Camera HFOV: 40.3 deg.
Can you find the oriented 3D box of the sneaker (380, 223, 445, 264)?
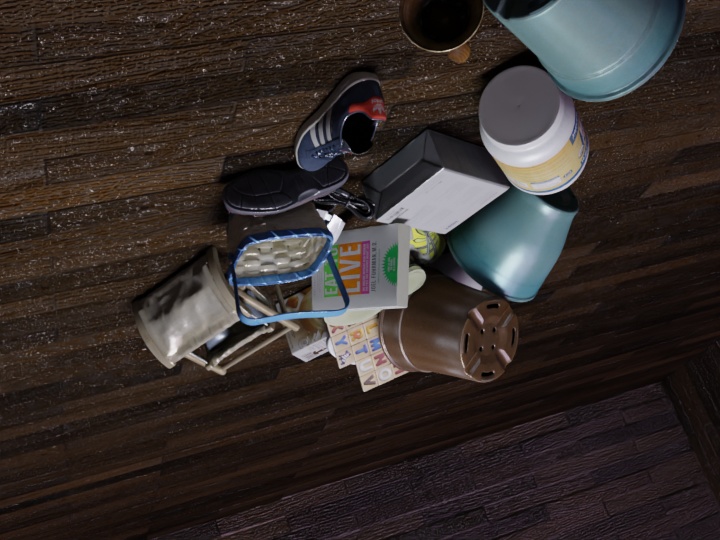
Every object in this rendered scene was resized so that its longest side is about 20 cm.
[{"bbox_3d":[0.113,-0.065,1.781,0.076,0.076,0.199,-41,158,20],"label":"sneaker"}]

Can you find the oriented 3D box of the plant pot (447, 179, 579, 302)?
[{"bbox_3d":[0.286,-0.082,1.765,0.198,0.201,0.189,0,135,-41],"label":"plant pot"}]

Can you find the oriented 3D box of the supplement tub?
[{"bbox_3d":[0.262,-0.210,1.486,0.143,0.147,0.200,-27,158,14],"label":"supplement tub"}]

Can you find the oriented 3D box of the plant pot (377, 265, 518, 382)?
[{"bbox_3d":[0.169,0.107,1.781,0.198,0.204,0.197,-2,-170,-39],"label":"plant pot"}]

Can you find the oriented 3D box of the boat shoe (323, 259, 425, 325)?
[{"bbox_3d":[0.016,0.030,1.750,0.197,0.066,0.075,-29,137,-5],"label":"boat shoe"}]

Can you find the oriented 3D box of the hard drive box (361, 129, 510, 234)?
[{"bbox_3d":[0.125,-0.140,1.613,0.155,0.078,0.198,-35,154,31],"label":"hard drive box"}]

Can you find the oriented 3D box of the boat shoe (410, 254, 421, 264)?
[{"bbox_3d":[0.069,-0.026,1.837,0.072,0.066,0.199,-32,155,26],"label":"boat shoe"}]

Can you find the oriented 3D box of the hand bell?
[{"bbox_3d":[0.117,-0.300,1.257,0.103,0.106,0.200,-25,170,9],"label":"hand bell"}]

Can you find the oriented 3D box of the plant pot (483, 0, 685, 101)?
[{"bbox_3d":[0.253,-0.331,1.166,0.199,0.203,0.195,-34,146,30],"label":"plant pot"}]

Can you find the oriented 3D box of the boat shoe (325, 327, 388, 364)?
[{"bbox_3d":[0.018,0.140,1.872,0.197,0.070,0.056,7,-169,-27],"label":"boat shoe"}]

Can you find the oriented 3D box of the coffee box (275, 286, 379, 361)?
[{"bbox_3d":[-0.051,0.079,1.905,0.198,0.116,0.080,-27,157,10],"label":"coffee box"}]

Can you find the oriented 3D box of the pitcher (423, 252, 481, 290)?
[{"bbox_3d":[0.135,0.033,1.975,0.198,0.171,0.123,-29,134,-32],"label":"pitcher"}]

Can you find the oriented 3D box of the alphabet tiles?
[{"bbox_3d":[0.026,0.121,1.831,0.165,0.203,0.008,-22,-157,-17],"label":"alphabet tiles"}]

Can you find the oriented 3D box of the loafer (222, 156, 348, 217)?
[{"bbox_3d":[-0.112,-0.116,1.467,0.197,0.073,0.063,-17,162,-19],"label":"loafer"}]

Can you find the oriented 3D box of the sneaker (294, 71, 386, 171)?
[{"bbox_3d":[-0.028,-0.183,1.364,0.074,0.086,0.200,-6,154,-33],"label":"sneaker"}]

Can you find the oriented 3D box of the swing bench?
[{"bbox_3d":[-0.250,0.077,1.697,0.197,0.131,0.199,-32,155,25],"label":"swing bench"}]

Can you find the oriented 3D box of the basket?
[{"bbox_3d":[-0.117,-0.014,1.499,0.173,0.202,0.140,-3,145,-23],"label":"basket"}]

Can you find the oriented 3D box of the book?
[{"bbox_3d":[0.000,0.000,1.644,0.198,0.136,0.048,-7,168,44],"label":"book"}]

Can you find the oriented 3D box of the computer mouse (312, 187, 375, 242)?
[{"bbox_3d":[-0.063,-0.068,1.608,0.108,0.044,0.200,20,143,-17],"label":"computer mouse"}]
